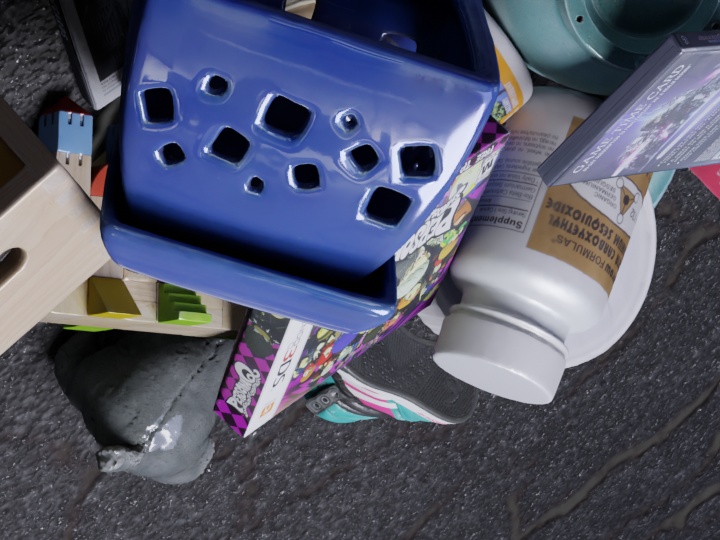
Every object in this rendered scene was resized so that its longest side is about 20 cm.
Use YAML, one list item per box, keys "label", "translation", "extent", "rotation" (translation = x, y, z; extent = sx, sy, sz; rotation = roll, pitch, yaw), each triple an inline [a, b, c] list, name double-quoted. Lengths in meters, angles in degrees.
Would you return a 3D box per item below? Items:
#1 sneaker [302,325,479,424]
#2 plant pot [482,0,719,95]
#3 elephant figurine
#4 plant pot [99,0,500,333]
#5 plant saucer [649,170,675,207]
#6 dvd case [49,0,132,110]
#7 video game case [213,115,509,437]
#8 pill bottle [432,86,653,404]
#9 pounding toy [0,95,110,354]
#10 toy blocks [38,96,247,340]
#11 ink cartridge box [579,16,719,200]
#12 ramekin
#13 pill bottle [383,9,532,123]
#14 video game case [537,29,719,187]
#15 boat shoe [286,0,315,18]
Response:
- label: "sneaker"
  translation: [-0.014, 0.058, 1.847]
  extent: [0.200, 0.120, 0.084]
  rotation: [36, 61, -40]
- label: "plant pot"
  translation: [0.178, -0.202, 1.625]
  extent: [0.199, 0.134, 0.201]
  rotation: [-2, 109, -7]
- label: "elephant figurine"
  translation: [-0.104, 0.044, 1.690]
  extent: [0.200, 0.155, 0.141]
  rotation: [-42, 145, 5]
- label: "plant pot"
  translation: [-0.045, -0.086, 1.389]
  extent: [0.199, 0.200, 0.181]
  rotation: [15, 112, -8]
- label: "plant saucer"
  translation: [0.176, -0.067, 1.987]
  extent: [0.200, 0.036, 0.200]
  rotation: [-31, 148, -22]
- label: "dvd case"
  translation: [-0.124, -0.202, 1.468]
  extent: [0.150, 0.025, 0.200]
  rotation: [-36, 150, -15]
- label: "video game case"
  translation: [0.000, 0.000, 1.604]
  extent: [0.200, 0.036, 0.182]
  rotation: [-34, 158, -40]
- label: "pill bottle"
  translation: [0.125, -0.016, 1.710]
  extent: [0.201, 0.114, 0.114]
  rotation: [-69, 153, -14]
- label: "pounding toy"
  translation: [-0.263, -0.019, 1.363]
  extent: [0.200, 0.184, 0.142]
  rotation: [-41, 150, -5]
- label: "toy blocks"
  translation: [-0.141, -0.032, 1.565]
  extent: [0.199, 0.100, 0.138]
  rotation: [7, 80, -36]
- label: "ink cartridge box"
  translation: [0.259, -0.167, 1.804]
  extent: [0.083, 0.200, 0.146]
  rotation: [-12, 137, -37]
- label: "ramekin"
  translation: [0.114, -0.025, 1.824]
  extent: [0.201, 0.094, 0.204]
  rotation: [1, 87, -30]
- label: "pill bottle"
  translation: [0.010, -0.098, 1.670]
  extent: [0.200, 0.112, 0.112]
  rotation: [-41, 150, -7]
- label: "video game case"
  translation: [0.224, -0.111, 1.631]
  extent: [0.199, 0.019, 0.143]
  rotation: [-8, 151, -46]
- label: "boat shoe"
  translation: [-0.065, -0.122, 1.564]
  extent: [0.200, 0.069, 0.074]
  rotation: [-26, 162, -46]
